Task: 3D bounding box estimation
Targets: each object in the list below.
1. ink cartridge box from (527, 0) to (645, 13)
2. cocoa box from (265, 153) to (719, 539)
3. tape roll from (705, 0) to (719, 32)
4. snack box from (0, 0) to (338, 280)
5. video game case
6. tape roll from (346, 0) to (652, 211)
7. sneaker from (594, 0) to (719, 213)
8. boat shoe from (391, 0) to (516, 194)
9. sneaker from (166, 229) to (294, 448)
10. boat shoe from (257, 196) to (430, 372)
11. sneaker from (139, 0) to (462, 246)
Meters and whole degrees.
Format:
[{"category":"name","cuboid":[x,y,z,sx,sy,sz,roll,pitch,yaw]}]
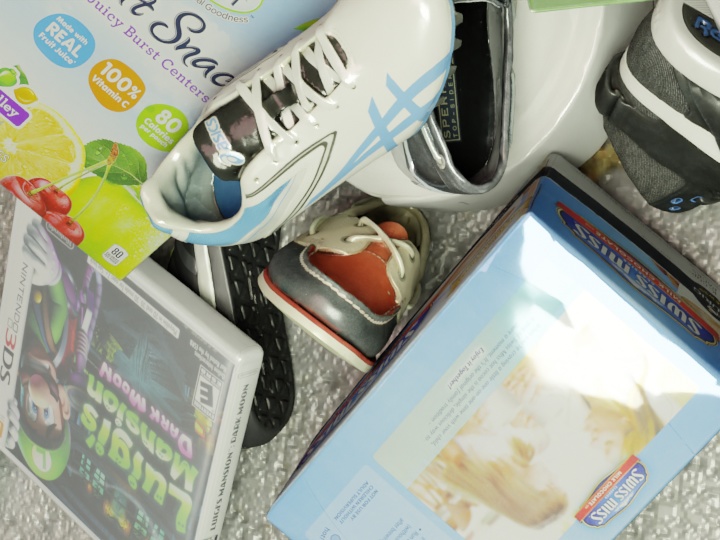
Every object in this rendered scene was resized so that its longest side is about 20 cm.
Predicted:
[{"category":"ink cartridge box","cuboid":[0.111,-0.225,0.856,0.103,0.059,0.201,-7,63,-8]},{"category":"cocoa box","cuboid":[0.074,0.069,0.865,0.133,0.131,0.200,40,109,0]},{"category":"tape roll","cuboid":[0.239,-0.145,0.750,0.199,0.066,0.202,-5,76,19]},{"category":"snack box","cuboid":[-0.114,-0.118,0.902,0.168,0.068,0.200,40,114,-22]},{"category":"video game case","cuboid":[-0.142,0.070,1.027,0.200,0.023,0.183,36,125,33]},{"category":"tape roll","cuboid":[0.048,-0.133,0.942,0.201,0.071,0.204,-1,88,29]},{"category":"sneaker","cuboid":[0.202,-0.047,0.859,0.200,0.073,0.112,39,147,0]},{"category":"boat shoe","cuboid":[0.039,-0.134,0.841,0.068,0.071,0.202,-159,64,-71]},{"category":"sneaker","cuboid":[-0.093,0.008,1.017,0.082,0.072,0.202,-7,85,31]},{"category":"boat shoe","cuboid":[0.000,0.000,0.898,0.071,0.200,0.063,42,99,1]},{"category":"sneaker","cuboid":[-0.028,-0.071,0.827,0.200,0.072,0.072,-41,73,38]}]
